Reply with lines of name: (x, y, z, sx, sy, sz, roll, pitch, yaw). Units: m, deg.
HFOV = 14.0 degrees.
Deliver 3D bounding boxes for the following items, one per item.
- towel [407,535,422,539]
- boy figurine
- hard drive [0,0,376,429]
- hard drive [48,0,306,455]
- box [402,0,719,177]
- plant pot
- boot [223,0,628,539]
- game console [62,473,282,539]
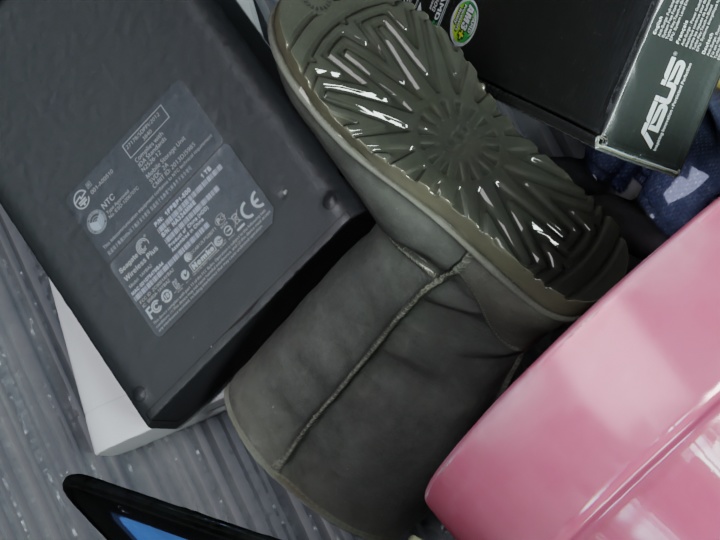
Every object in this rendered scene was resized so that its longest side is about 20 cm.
towel: (0.105, 0.189, 1.066, 0.200, 0.193, 0.035, 28, 71, 31)
boy figurine: (0.147, -0.097, 1.119, 0.200, 0.064, 0.124, -60, 39, 18)
hard drive: (-0.092, -0.053, 1.258, 0.140, 0.033, 0.200, -45, 66, 21)
hard drive: (-0.087, -0.035, 1.288, 0.132, 0.027, 0.201, -24, 74, 28)
box: (0.095, -0.155, 1.125, 0.193, 0.047, 0.200, 36, 105, 60)
plant pot: (0.152, 0.081, 1.047, 0.200, 0.200, 0.179, -45, 80, 21)
boot: (-0.002, 0.000, 1.150, 0.182, 0.073, 0.200, 49, 145, 5)
game console: (-0.025, 0.180, 1.059, 0.200, 0.116, 0.176, 14, 93, 46)
